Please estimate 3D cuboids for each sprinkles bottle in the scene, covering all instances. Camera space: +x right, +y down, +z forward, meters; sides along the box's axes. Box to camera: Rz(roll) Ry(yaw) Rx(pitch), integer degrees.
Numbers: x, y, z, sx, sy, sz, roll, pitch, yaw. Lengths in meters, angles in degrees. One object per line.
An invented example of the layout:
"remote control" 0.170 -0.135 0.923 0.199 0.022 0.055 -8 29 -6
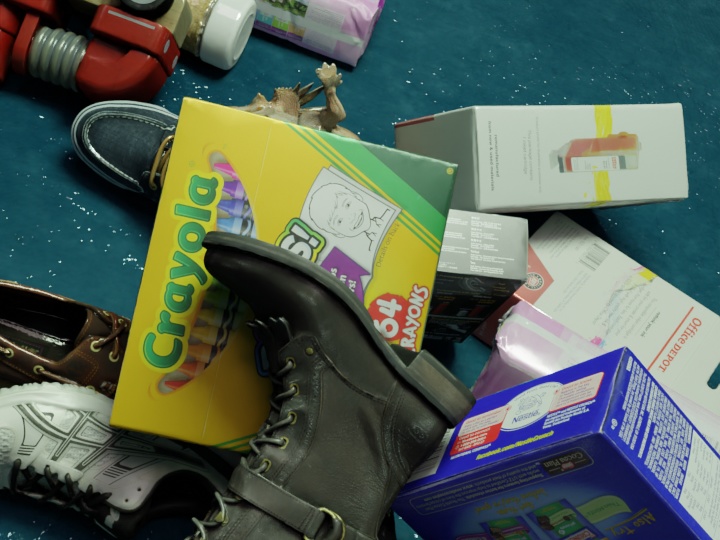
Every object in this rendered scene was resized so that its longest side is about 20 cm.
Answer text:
"sprinkles bottle" -0.196 -0.249 1.117 0.200 0.068 0.068 24 45 2

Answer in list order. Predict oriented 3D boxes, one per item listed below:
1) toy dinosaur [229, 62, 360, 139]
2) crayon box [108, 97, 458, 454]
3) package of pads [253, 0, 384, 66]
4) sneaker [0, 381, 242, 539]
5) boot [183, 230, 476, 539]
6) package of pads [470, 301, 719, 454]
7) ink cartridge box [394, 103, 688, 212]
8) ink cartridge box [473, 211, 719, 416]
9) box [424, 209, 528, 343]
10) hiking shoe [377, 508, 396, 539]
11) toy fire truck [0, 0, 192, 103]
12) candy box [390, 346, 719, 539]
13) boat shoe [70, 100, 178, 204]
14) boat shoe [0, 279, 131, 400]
"toy dinosaur" -0.020 -0.093 1.039 0.200 0.136 0.086 44 85 -8
"crayon box" -0.047 0.014 0.765 0.172 0.058 0.200 13 84 -10
"package of pads" -0.074 -0.281 1.189 0.200 0.076 0.121 19 46 -2
"sneaker" -0.167 0.124 0.778 0.200 0.076 0.088 0 51 -19
"boot" -0.046 0.093 0.693 0.200 0.069 0.174 37 80 -6
"package of pads" 0.162 0.122 0.857 0.200 0.121 0.076 30 35 10
"ink cartridge box" 0.148 -0.091 1.038 0.200 0.145 0.084 -4 91 -24
"ink cartridge box" 0.202 0.054 0.987 0.200 0.068 0.116 35 47 15
"box" 0.000 0.000 0.888 0.200 0.158 0.050 6 70 -10
"hiking shoe" -0.013 0.184 0.780 0.074 0.087 0.200 21 17 -33
"toy fire truck" -0.252 -0.173 1.010 0.176 0.129 0.200 21 84 1
"candy box" 0.144 0.158 0.746 0.200 0.169 0.077 48 44 -17
"boat shoe" -0.133 -0.078 0.954 0.200 0.071 0.091 23 4 -1
"boat shoe" -0.190 0.055 0.839 0.200 0.070 0.070 13 45 -10
